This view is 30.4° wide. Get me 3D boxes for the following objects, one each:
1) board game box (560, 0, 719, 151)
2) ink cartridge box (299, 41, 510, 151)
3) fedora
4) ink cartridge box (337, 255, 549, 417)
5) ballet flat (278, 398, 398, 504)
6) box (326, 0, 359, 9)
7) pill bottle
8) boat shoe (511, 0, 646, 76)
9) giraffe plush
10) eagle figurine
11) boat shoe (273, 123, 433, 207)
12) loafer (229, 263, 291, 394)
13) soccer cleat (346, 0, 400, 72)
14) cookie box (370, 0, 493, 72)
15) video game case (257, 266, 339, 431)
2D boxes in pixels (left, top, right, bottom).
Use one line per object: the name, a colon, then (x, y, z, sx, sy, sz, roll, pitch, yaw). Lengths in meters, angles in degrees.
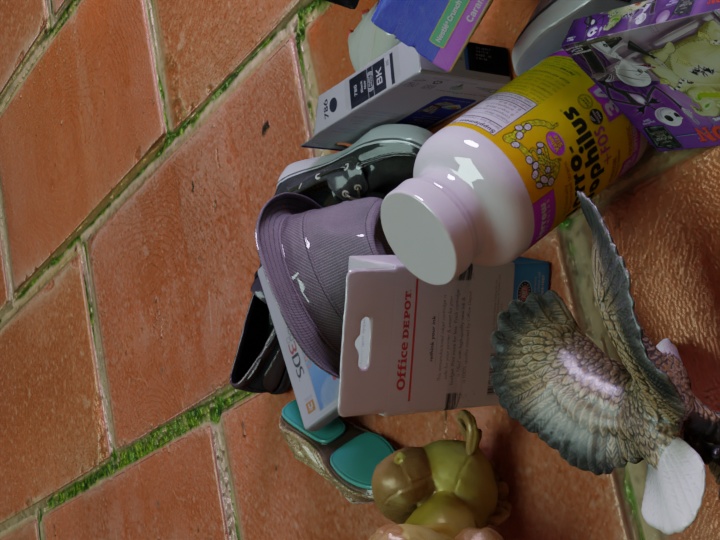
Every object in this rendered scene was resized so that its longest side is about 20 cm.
board game box: (0.233, -0.129, 0.845, 0.199, 0.120, 0.033, -2, 57, 57)
ink cartridge box: (0.033, -0.150, 1.162, 0.199, 0.098, 0.040, -24, 69, 53)
fedora: (0.000, 0.000, 1.125, 0.089, 0.200, 0.179, -26, 76, 17)
ink cartridge box: (0.052, 0.047, 1.048, 0.066, 0.198, 0.118, 15, 103, 55)
ballet flat: (-0.011, 0.186, 1.289, 0.200, 0.070, 0.066, 33, 145, 55)
box: (-0.018, -0.362, 1.188, 0.201, 0.085, 0.165, -95, 25, -50)
pill bottle: (0.108, -0.072, 0.942, 0.104, 0.199, 0.105, 36, 147, 29)
boat shoe: (0.175, -0.220, 0.970, 0.200, 0.071, 0.066, -50, 44, 46)
giraffe plush: (0.066, 0.206, 1.082, 0.172, 0.198, 0.164, -41, 40, 43)
eagle figurine: (0.183, 0.068, 0.897, 0.153, 0.199, 0.151, -54, -5, -1)
boat shoe: (-0.005, -0.076, 1.206, 0.198, 0.069, 0.057, -15, 43, 44)
loafer: (-0.091, 0.040, 1.392, 0.072, 0.062, 0.203, 37, 121, 51)
soccer cleat: (0.045, -0.240, 1.177, 0.078, 0.068, 0.201, 64, 147, 28)
cookie box: (0.097, -0.271, 0.982, 0.172, 0.075, 0.201, -59, 1, 39)
video game case: (-0.012, 0.026, 1.267, 0.200, 0.022, 0.184, -39, 58, 34)
